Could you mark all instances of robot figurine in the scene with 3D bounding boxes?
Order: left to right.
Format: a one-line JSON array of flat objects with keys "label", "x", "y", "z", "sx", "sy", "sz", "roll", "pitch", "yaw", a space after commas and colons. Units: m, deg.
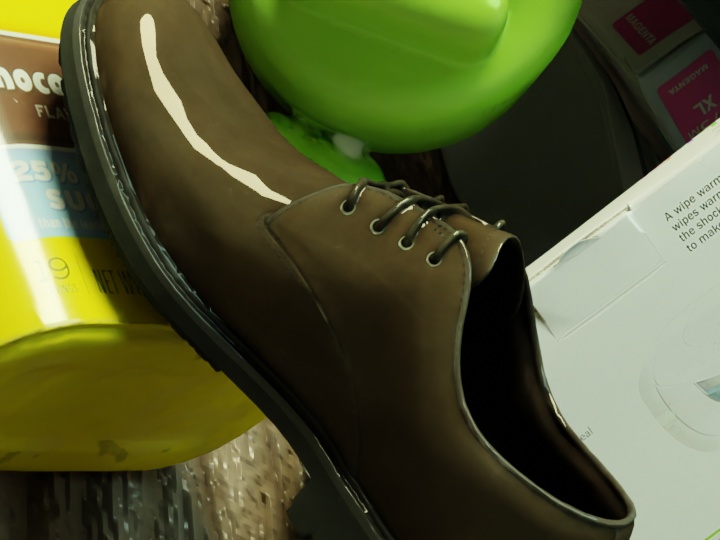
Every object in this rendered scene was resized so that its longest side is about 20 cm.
[{"label": "robot figurine", "x": 0.013, "y": -0.100, "z": 0.889, "sx": 0.115, "sy": 0.177, "sz": 0.200, "roll": 18, "pitch": -3, "yaw": -1}]

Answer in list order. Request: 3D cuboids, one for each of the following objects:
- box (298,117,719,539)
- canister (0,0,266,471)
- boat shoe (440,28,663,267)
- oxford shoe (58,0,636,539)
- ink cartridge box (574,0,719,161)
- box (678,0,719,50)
[{"label": "box", "x": 0.111, "y": 0.062, "z": 0.798, "sx": 0.177, "sy": 0.200, "sz": 0.097, "roll": 53, "pitch": 4, "yaw": 2}, {"label": "canister", "x": -0.100, "y": -0.050, "z": 0.742, "sx": 0.148, "sy": 0.086, "sz": 0.201, "roll": 6, "pitch": 55, "yaw": -53}, {"label": "boat shoe", "x": 0.095, "y": -0.014, "z": 1.013, "sx": 0.201, "sy": 0.072, "sz": 0.066, "roll": 58, "pitch": 21, "yaw": 11}, {"label": "oxford shoe", "x": 0.000, "y": 0.000, "z": 0.667, "sx": 0.200, "sy": 0.084, "sz": 0.073, "roll": 53, "pitch": 26, "yaw": 10}, {"label": "ink cartridge box", "x": 0.134, "y": -0.047, "z": 1.049, "sx": 0.200, "sy": 0.042, "sz": 0.120, "roll": 56, "pitch": 1, "yaw": -40}, {"label": "box", "x": 0.126, "y": -0.134, "z": 0.900, "sx": 0.200, "sy": 0.079, "sz": 0.142, "roll": 37, "pitch": 25, "yaw": -56}]
